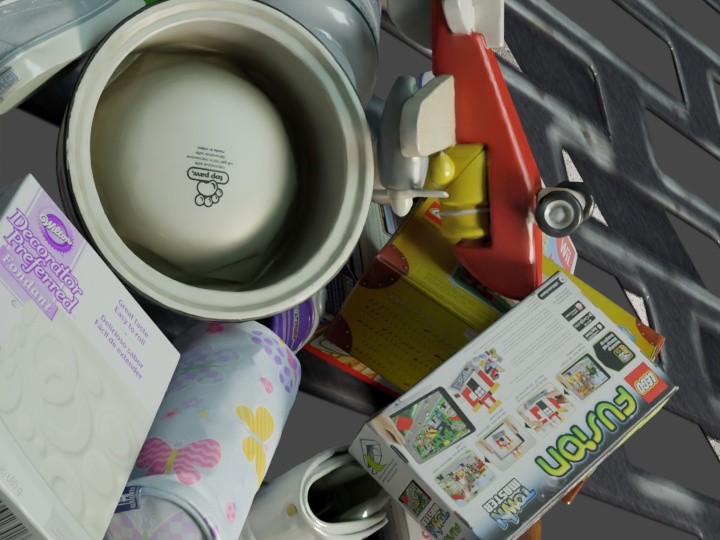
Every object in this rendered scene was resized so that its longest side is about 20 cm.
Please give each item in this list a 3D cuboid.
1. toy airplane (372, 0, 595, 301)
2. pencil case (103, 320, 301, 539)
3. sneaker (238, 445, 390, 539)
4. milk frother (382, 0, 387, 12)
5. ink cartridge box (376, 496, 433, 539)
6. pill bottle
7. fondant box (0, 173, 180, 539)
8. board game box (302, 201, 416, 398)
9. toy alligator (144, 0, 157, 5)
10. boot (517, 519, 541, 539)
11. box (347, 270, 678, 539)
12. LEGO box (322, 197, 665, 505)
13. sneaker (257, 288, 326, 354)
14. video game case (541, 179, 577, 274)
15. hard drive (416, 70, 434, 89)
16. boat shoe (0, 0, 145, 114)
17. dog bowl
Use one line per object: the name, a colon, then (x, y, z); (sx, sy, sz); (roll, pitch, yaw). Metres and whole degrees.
toy airplane: (0.055, -0.094, 1.422); (0.200, 0.141, 0.200); (51, 24, -46)
pencil case: (-0.098, 0.108, 1.263); (0.200, 0.090, 0.083); (-65, 137, -57)
sneaker: (-0.016, 0.154, 1.353); (0.200, 0.115, 0.074); (-4, 71, -63)
milk frother: (0.054, -0.312, 1.743); (0.188, 0.200, 0.181); (20, 49, -56)
ink cartridge box: (0.053, 0.172, 1.409); (0.200, 0.066, 0.116); (96, -18, -71)
pill bottle: (-0.046, -0.153, 1.485); (0.120, 0.119, 0.200); (55, 18, -23)
fondant box: (-0.184, 0.061, 1.166); (0.144, 0.058, 0.200); (52, 27, -22)
board game box: (0.000, 0.000, 1.573); (0.200, 0.046, 0.152); (32, 43, -50)
toy alligator: (-0.131, -0.176, 1.465); (0.200, 0.059, 0.054); (-84, -176, -45)
boot: (0.104, 0.199, 1.482); (0.200, 0.068, 0.189); (-106, -162, -71)
box: (0.097, 0.091, 1.337); (0.110, 0.035, 0.200); (46, 51, 12)
LEGO box: (0.094, 0.045, 1.473); (0.200, 0.077, 0.149); (35, 28, 3)
sneaker: (-0.093, -0.025, 1.395); (0.200, 0.080, 0.083); (56, 41, -15)
video game case: (0.129, 0.032, 1.725); (0.143, 0.017, 0.201); (57, 40, -51)
hard drive: (0.073, -0.056, 1.676); (0.200, 0.025, 0.132); (67, 14, -71)
boat shoe: (-0.191, -0.154, 1.310); (0.072, 0.070, 0.201); (52, 23, -6)
dog bowl: (-0.096, -0.064, 1.325); (0.199, 0.074, 0.201); (4, 82, -25)
